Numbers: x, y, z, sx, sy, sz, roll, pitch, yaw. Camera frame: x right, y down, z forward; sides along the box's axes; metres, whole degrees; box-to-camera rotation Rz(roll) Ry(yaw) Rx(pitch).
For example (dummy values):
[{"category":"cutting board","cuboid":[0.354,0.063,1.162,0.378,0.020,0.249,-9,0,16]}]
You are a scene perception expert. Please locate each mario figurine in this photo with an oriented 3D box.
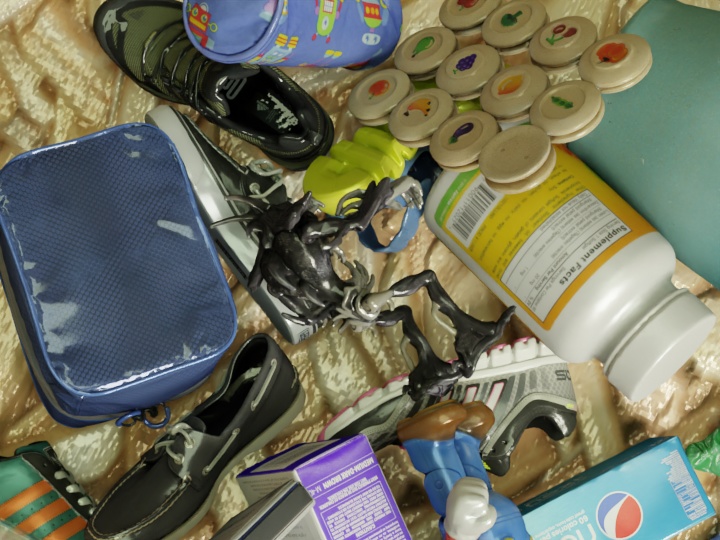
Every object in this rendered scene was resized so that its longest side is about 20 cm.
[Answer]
[{"category":"mario figurine","cuboid":[0.102,0.178,0.914,0.123,0.106,0.200,-11,73,-31]}]

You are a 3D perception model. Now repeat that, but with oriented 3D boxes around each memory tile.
[{"category":"memory tile","cuboid":[0.091,-0.133,0.984,0.153,0.017,0.200,-44,43,-13]}]

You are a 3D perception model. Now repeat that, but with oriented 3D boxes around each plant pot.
[{"category":"plant pot","cuboid":[0.260,-0.097,1.009,0.188,0.200,0.200,34,80,17]}]

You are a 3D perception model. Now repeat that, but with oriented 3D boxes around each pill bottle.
[{"category":"pill bottle","cuboid":[0.148,-0.007,0.988,0.111,0.111,0.200,-41,69,-9]}]

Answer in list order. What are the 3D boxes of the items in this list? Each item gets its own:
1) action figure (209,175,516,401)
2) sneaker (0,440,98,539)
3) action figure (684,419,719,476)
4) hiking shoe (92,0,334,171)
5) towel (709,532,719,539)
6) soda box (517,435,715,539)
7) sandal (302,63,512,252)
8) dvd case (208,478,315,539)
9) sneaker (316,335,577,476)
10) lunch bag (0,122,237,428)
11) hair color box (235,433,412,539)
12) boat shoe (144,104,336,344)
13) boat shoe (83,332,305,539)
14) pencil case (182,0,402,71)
[{"category":"action figure","cuboid":[0.000,0.000,0.957,0.200,0.119,0.102,37,44,1]},{"category":"sneaker","cuboid":[-0.217,0.164,0.984,0.200,0.071,0.080,25,78,-4]},{"category":"action figure","cuboid":[0.339,0.133,1.034,0.199,0.055,0.118,-1,64,8]},{"category":"hiking shoe","cuboid":[-0.106,-0.148,1.021,0.200,0.101,0.076,30,86,0]},{"category":"towel","cuboid":[0.327,0.242,1.045,0.200,0.024,0.145,-31,84,-10]},{"category":"soda box","cuboid":[0.147,0.190,1.011,0.200,0.068,0.064,-25,85,-8]},{"category":"sandal","cuboid":[0.047,-0.085,1.047,0.200,0.079,0.087,-38,127,-18]},{"category":"dvd case","cuboid":[-0.124,0.218,0.893,0.200,0.150,0.025,-41,90,-28]},{"category":"sneaker","cuboid":[0.070,0.112,1.013,0.199,0.074,0.088,-17,77,-12]},{"category":"lunch bag","cuboid":[-0.173,0.015,0.980,0.136,0.132,0.200,-16,80,-19]},{"category":"hair color box","cuboid":[-0.002,0.216,0.959,0.065,0.109,0.200,-23,91,-27]},{"category":"boat shoe","cuboid":[-0.079,-0.045,1.025,0.068,0.074,0.199,-36,88,-15]},{"category":"boat shoe","cuboid":[-0.120,0.118,0.970,0.073,0.063,0.200,20,49,39]},{"category":"pencil case","cuboid":[-0.041,-0.185,0.988,0.078,0.200,0.087,17,104,25]}]
